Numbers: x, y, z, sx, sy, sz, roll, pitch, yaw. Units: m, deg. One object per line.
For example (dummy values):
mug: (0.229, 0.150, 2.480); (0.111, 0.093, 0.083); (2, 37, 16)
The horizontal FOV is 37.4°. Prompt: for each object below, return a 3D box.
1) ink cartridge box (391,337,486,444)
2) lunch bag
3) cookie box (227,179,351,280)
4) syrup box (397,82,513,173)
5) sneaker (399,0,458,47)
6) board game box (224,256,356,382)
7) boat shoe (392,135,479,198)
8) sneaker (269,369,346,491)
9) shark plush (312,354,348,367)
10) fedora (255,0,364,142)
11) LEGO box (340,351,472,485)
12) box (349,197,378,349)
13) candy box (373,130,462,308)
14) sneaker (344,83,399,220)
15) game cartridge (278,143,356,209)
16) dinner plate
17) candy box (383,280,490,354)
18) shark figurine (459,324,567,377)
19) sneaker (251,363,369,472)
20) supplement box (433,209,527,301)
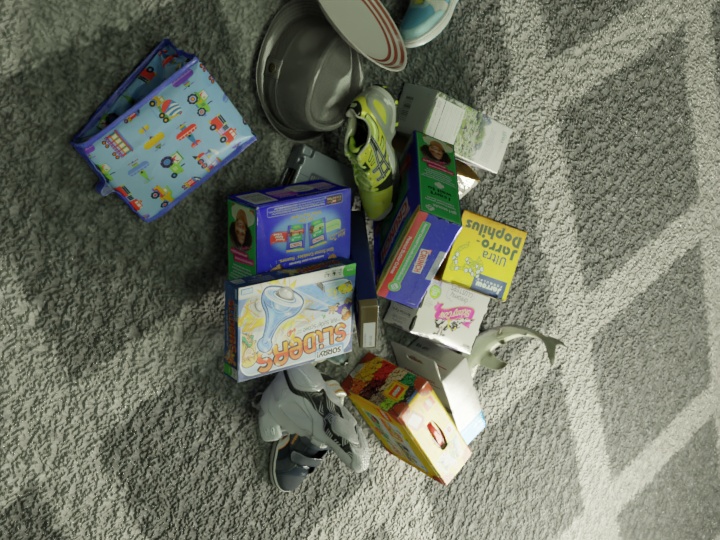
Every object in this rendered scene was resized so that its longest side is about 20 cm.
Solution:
ink cartridge box: (0.134, 0.193, 1.811); (0.067, 0.115, 0.201); (-38, 127, -26)
lunch bag: (-0.258, -0.164, 1.356); (0.200, 0.094, 0.151); (-46, 133, -9)
cookie box: (-0.100, -0.014, 1.504); (0.170, 0.075, 0.202); (-14, 114, -38)
syrup box: (0.147, -0.226, 1.699); (0.199, 0.081, 0.079); (17, 95, -45)
sneaker: (0.095, -0.439, 1.579); (0.201, 0.079, 0.131); (-59, 136, -22)
board game box: (-0.095, 0.065, 1.462); (0.199, 0.034, 0.137); (-13, 115, -38)
boat shoe: (0.100, -0.154, 1.689); (0.199, 0.071, 0.070); (19, 118, -33)
sneaker: (-0.081, 0.262, 1.666); (0.078, 0.079, 0.202); (11, 99, -44)
shark plush: (-0.100, 0.086, 1.622); (0.199, 0.091, 0.084); (22, 69, -24)
fedora: (-0.055, -0.276, 1.488); (0.176, 0.090, 0.202); (20, 91, -45)
LEGO box: (0.076, 0.245, 1.753); (0.077, 0.148, 0.201); (-48, 131, -19)
box: (0.000, 0.000, 1.581); (0.032, 0.202, 0.122); (-5, 147, -3)
candy box: (0.080, -0.077, 1.571); (0.076, 0.201, 0.170); (16, 129, -15)
sneaker: (0.008, -0.162, 1.512); (0.076, 0.075, 0.202); (-28, 126, -38)
game cartridge: (-0.079, -0.072, 1.579); (0.133, 0.040, 0.202); (22, 89, -41)
dinner plate: (-0.009, -0.353, 1.469); (0.024, 0.202, 0.199); (-37, 142, 27)
candy box: (0.149, 0.023, 1.794); (0.167, 0.071, 0.202); (21, 89, -44)
shark figurine: (0.252, 0.128, 1.910); (0.089, 0.213, 0.129); (-22, 91, -78)
sneaker: (-0.077, 0.236, 1.587); (0.115, 0.201, 0.075); (-40, 168, 15)
supplement box: (0.154, -0.030, 1.616); (0.108, 0.200, 0.111); (18, 91, -16)
